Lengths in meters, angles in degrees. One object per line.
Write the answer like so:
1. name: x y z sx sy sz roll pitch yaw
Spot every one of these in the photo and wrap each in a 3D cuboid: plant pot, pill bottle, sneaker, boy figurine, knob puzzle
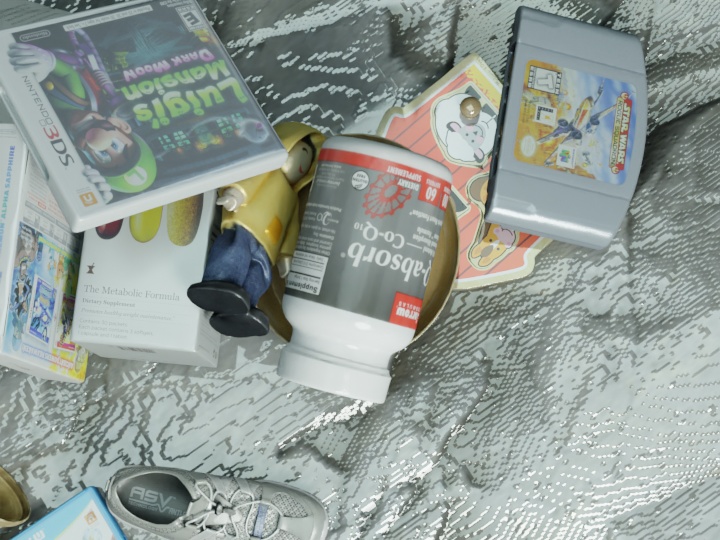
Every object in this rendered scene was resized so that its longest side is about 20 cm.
1. plant pot: -0.007 -0.019 1.235 0.197 0.027 0.203 -2 83 14
2. pill bottle: 0.000 0.000 1.158 0.114 0.116 0.203 14 88 6
3. sneaker: -0.126 0.209 1.187 0.197 0.082 0.076 7 80 4
4. boy figurine: -0.079 -0.040 1.188 0.064 0.125 0.202 0 51 31
5. knob puzzle: 0.086 -0.072 1.253 0.216 0.030 0.223 -1 80 3

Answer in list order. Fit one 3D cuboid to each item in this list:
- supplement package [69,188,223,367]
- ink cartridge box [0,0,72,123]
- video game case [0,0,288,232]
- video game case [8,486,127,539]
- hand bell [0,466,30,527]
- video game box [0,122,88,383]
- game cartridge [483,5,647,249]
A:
1. supplement package: -0.175 -0.026 1.219 0.112 0.110 0.203 4 80 4
2. ink cartridge box: -0.320 -0.189 1.231 0.197 0.147 0.084 16 110 6
3. video game case: -0.182 -0.136 1.128 0.198 0.023 0.183 -20 71 -34
4. video game case: -0.239 0.310 1.208 0.142 0.018 0.201 -33 79 -2
5. hand bell: -0.384 0.257 1.206 0.104 0.104 0.201 39 97 9
6. video game box: -0.270 -0.008 1.177 0.046 0.200 0.185 1 79 8
7. game cartridge: 0.186 -0.126 1.237 0.131 0.042 0.203 11 76 -5
